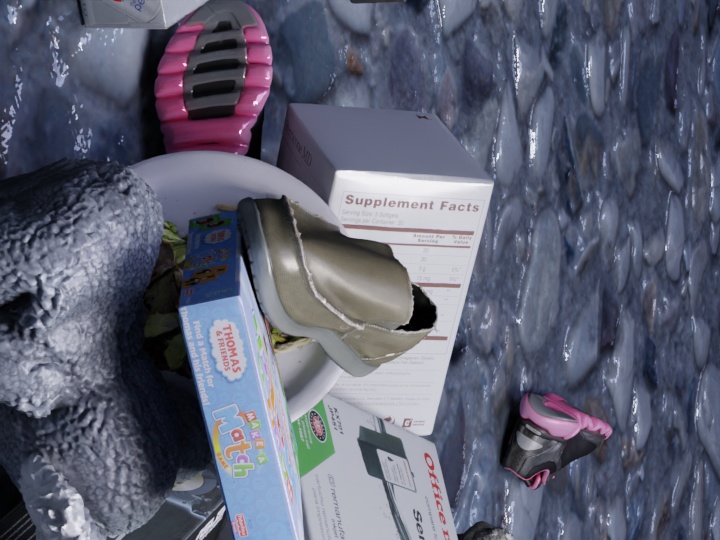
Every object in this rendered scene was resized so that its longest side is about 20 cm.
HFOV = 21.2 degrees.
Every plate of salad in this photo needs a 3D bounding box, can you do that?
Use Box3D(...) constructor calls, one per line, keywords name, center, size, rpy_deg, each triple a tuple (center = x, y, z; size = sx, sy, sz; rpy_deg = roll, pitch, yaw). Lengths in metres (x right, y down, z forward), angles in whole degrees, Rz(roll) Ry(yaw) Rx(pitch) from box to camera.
Box3D(name="plate of salad", center=(-0.096, 0.011, 1.185), size=(0.048, 0.200, 0.200), rpy_deg=(104, 0, -66))

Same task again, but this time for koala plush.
Box3D(name="koala plush", center=(-0.157, 0.056, 1.009), size=(0.177, 0.184, 0.200), rpy_deg=(-41, 111, -56))

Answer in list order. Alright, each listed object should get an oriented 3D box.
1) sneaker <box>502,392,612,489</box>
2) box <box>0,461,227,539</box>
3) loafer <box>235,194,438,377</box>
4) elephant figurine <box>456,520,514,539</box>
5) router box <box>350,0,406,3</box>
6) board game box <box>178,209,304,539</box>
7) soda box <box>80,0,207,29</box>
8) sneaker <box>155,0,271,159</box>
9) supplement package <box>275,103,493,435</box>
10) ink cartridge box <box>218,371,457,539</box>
Box3D(name="sneaker", center=(0.198, 0.182, 2.007), size=(0.200, 0.079, 0.095), rpy_deg=(14, 101, -64))
Box3D(name="box", center=(-0.169, 0.202, 1.088), size=(0.200, 0.086, 0.164), rpy_deg=(-42, 158, -57))
Box3D(name="loafer", center=(-0.010, 0.001, 1.083), size=(0.200, 0.070, 0.075), rpy_deg=(39, 32, -64))
Box3D(name="elephant figurine", center=(0.029, 0.276, 1.468), size=(0.155, 0.200, 0.142), rpy_deg=(57, 42, -52))
Box3D(name="router box", center=(0.011, -0.341, 1.549), size=(0.200, 0.052, 0.157), rpy_deg=(68, 35, -42))
Box3D(name="board game box", center=(-0.063, 0.062, 1.033), size=(0.200, 0.037, 0.151), rpy_deg=(-100, 178, -75))
Box3D(name="soda box", center=(-0.113, -0.223, 1.274), size=(0.200, 0.063, 0.068), rpy_deg=(-48, 135, -54))
Box3D(name="sneaker", center=(-0.097, -0.084, 1.319), size=(0.095, 0.079, 0.200), rpy_deg=(16, 77, -87))
Box3D(name="supplement package", center=(0.000, 0.000, 1.324), size=(0.117, 0.117, 0.200), rpy_deg=(-123, -139, -57))
Box3D(name="ink cartridge box", center=(-0.017, 0.167, 1.256), size=(0.200, 0.083, 0.147), rpy_deg=(29, 41, -53))
